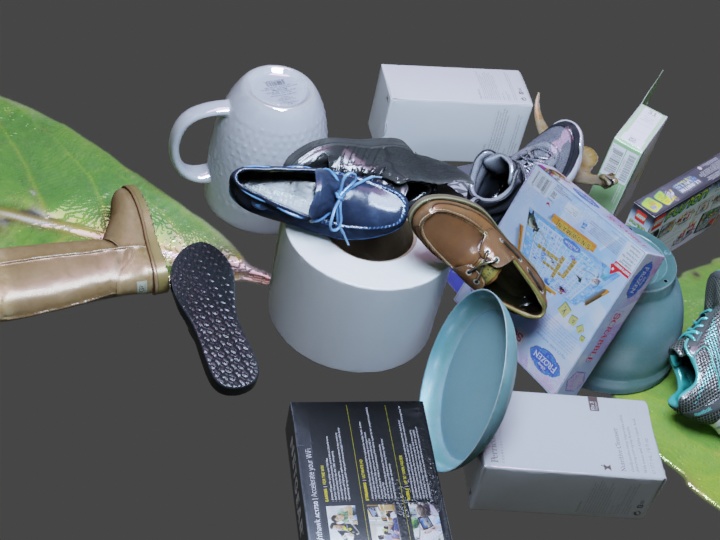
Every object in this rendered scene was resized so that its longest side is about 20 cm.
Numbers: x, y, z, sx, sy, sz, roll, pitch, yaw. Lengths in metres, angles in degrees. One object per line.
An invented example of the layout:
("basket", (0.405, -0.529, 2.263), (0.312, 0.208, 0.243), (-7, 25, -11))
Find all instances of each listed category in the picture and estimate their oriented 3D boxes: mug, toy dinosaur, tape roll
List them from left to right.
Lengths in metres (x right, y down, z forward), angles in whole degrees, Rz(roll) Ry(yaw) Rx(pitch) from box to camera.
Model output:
("mug", (-0.137, -0.157, 1.736), (0.200, 0.175, 0.148), (-2, 45, -17))
("tape roll", (0.000, 0.000, 1.634), (0.202, 0.139, 0.203), (7, 43, -6))
("toy dinosaur", (0.254, -0.143, 1.830), (0.101, 0.058, 0.200), (-26, 48, -14))

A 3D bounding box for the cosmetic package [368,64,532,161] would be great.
("cosmetic package", (0.120, -0.212, 1.914), (0.200, 0.108, 0.085), (2, 44, -14))

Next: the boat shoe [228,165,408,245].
("boat shoe", (-0.047, -0.073, 1.535), (0.200, 0.069, 0.084), (3, 80, 1))

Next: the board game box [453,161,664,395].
("board game box", (0.223, 0.011, 1.623), (0.041, 0.200, 0.200), (11, 26, -44))

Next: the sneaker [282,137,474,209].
("sneaker", (0.019, -0.103, 1.602), (0.200, 0.060, 0.104), (-9, 43, -28))

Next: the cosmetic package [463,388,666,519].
("cosmetic package", (0.214, 0.199, 1.523), (0.200, 0.081, 0.113), (5, 45, -11))

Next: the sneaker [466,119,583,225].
("sneaker", (0.200, -0.124, 1.724), (0.075, 0.114, 0.200), (36, 78, 27))

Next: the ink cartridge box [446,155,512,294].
("ink cartridge box", (0.168, -0.062, 1.813), (0.200, 0.047, 0.198), (-13, 48, -28))

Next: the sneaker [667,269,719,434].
("sneaker", (0.405, 0.087, 1.645), (0.091, 0.078, 0.200), (14, 66, -13))

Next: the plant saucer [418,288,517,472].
("plant saucer", (0.117, 0.119, 1.501), (0.027, 0.200, 0.200), (16, 41, -20))

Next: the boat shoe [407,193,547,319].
("boat shoe", (0.137, -0.014, 1.539), (0.200, 0.072, 0.068), (31, 21, -31))

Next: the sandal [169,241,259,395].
("sandal", (-0.172, 0.058, 1.603), (0.075, 0.048, 0.201), (-6, 59, -22))

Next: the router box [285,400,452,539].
("router box", (0.006, 0.225, 1.462), (0.149, 0.051, 0.200), (1, 44, -11))

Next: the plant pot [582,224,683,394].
("plant pot", (0.302, 0.030, 1.686), (0.200, 0.134, 0.200), (8, 43, -7))

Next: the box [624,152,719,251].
("box", (0.414, -0.074, 1.843), (0.200, 0.110, 0.035), (-27, 56, -36))

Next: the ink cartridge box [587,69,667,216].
("ink cartridge box", (0.369, -0.162, 1.897), (0.048, 0.146, 0.200), (30, 45, 14))

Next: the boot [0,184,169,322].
("boot", (-0.337, -0.025, 1.628), (0.200, 0.066, 0.175), (-9, 45, -20))
